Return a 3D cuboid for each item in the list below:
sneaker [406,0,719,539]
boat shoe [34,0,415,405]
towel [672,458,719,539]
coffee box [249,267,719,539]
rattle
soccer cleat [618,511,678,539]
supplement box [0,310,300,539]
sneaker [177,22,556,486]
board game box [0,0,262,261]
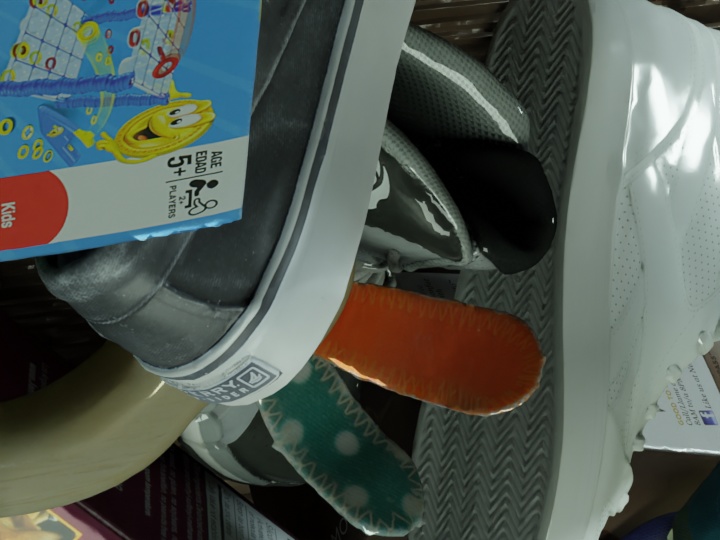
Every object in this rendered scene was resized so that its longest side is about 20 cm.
[{"bbox_3d":[0.083,0.025,0.832,0.115,0.074,0.201,10,92,-35],"label":"sneaker"},{"bbox_3d":[-0.032,-0.071,0.643,0.072,0.201,0.068,-16,142,42],"label":"boat shoe"},{"bbox_3d":[0.179,0.011,0.750,0.200,0.022,0.147,-31,-177,26],"label":"towel"},{"bbox_3d":[0.077,0.061,0.942,0.199,0.080,0.113,7,137,-27],"label":"coffee box"},{"bbox_3d":[-0.071,-0.007,0.734,0.199,0.143,0.131,4,96,-34],"label":"rattle"},{"bbox_3d":[0.134,0.096,0.890,0.199,0.065,0.084,-24,134,7],"label":"soccer cleat"},{"bbox_3d":[-0.104,0.091,0.831,0.200,0.086,0.110,39,106,-19],"label":"supplement box"},{"bbox_3d":[0.000,0.000,0.789,0.115,0.075,0.200,13,143,24],"label":"sneaker"},{"bbox_3d":[-0.065,-0.140,0.530,0.056,0.201,0.196,-9,144,-13],"label":"board game box"}]
